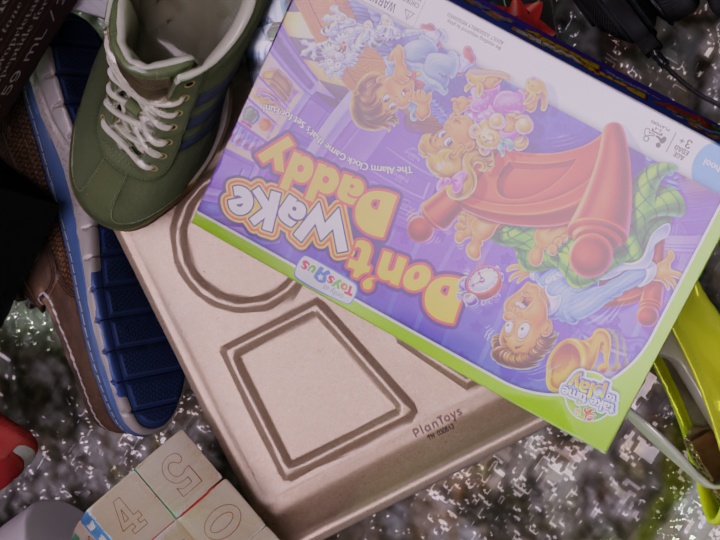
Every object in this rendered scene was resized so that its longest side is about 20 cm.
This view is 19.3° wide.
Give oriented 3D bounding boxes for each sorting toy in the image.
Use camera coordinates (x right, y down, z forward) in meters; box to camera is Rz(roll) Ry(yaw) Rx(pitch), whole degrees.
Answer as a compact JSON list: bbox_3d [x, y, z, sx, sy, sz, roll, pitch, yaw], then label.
[{"bbox_3d":[0.000,0.000,0.959,0.184,0.036,0.201,-27,85,4],"label":"sorting toy"}]

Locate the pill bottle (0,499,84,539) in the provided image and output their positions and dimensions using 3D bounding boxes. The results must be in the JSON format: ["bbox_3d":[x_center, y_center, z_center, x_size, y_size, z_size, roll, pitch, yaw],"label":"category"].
[{"bbox_3d":[-0.204,0.199,1.030,0.199,0.111,0.112,-37,86,20],"label":"pill bottle"}]

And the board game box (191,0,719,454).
[{"bbox_3d":[0.047,-0.034,0.871,0.199,0.045,0.135,28,107,8],"label":"board game box"}]

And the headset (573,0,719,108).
[{"bbox_3d":[0.145,-0.128,0.901,0.122,0.094,0.202,-8,81,18],"label":"headset"}]

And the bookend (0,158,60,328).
[{"bbox_3d":[-0.274,-0.051,0.932,0.198,0.199,0.093,34,100,33],"label":"bookend"}]

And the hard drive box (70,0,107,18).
[{"bbox_3d":[-0.145,-0.231,0.964,0.154,0.077,0.202,16,103,14],"label":"hard drive box"}]

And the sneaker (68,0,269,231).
[{"bbox_3d":[-0.083,-0.091,0.868,0.067,0.090,0.201,36,119,7],"label":"sneaker"}]

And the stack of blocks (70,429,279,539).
[{"bbox_3d":[-0.046,0.176,0.965,0.058,0.115,0.200,-40,86,-21],"label":"stack of blocks"}]

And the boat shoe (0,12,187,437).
[{"bbox_3d":[-0.136,-0.015,1.000,0.072,0.072,0.202,-18,79,30],"label":"boat shoe"}]

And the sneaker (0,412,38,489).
[{"bbox_3d":[-0.218,0.120,0.972,0.078,0.200,0.116,32,66,-15],"label":"sneaker"}]

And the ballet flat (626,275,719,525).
[{"bbox_3d":[0.127,0.021,0.913,0.067,0.067,0.201,-31,92,-9],"label":"ballet flat"}]

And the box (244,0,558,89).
[{"bbox_3d":[0.002,-0.182,0.897,0.135,0.040,0.202,-11,106,4],"label":"box"}]

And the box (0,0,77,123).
[{"bbox_3d":[-0.211,-0.158,0.845,0.164,0.200,0.167,36,104,9],"label":"box"}]
